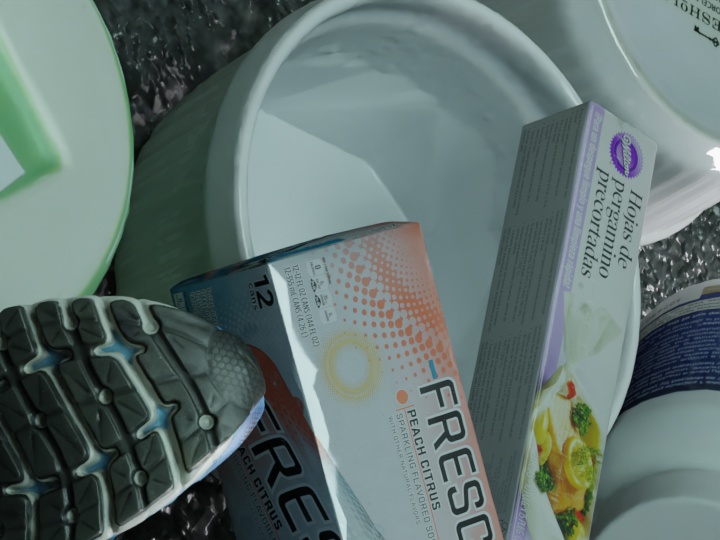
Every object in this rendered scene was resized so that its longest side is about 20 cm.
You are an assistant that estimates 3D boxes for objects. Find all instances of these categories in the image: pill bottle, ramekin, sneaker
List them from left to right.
[{"bbox_3d":[-0.171,-0.044,0.993,0.200,0.098,0.201,14,68,-38],"label":"ramekin"},{"bbox_3d":[-0.108,0.063,0.961,0.090,0.200,0.079,-1,68,-58],"label":"sneaker"},{"bbox_3d":[0.000,0.000,1.127,0.200,0.105,0.201,14,68,-39],"label":"ramekin"},{"bbox_3d":[0.119,-0.115,1.273,0.202,0.094,0.203,14,68,-38],"label":"ramekin"},{"bbox_3d":[0.140,0.086,1.171,0.111,0.111,0.200,59,21,-11],"label":"pill bottle"}]

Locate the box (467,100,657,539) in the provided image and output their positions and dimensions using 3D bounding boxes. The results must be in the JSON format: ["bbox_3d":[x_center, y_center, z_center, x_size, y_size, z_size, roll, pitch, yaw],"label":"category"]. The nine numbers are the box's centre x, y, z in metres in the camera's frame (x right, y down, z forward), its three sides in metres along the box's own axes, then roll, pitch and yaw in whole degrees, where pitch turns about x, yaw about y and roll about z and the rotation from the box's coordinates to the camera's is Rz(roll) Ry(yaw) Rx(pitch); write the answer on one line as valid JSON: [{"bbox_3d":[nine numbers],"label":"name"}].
[{"bbox_3d":[0.067,0.036,1.076,0.039,0.041,0.201,30,58,-32],"label":"box"}]

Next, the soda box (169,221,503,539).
[{"bbox_3d":[0.003,0.088,0.995,0.068,0.063,0.201,-16,90,-37],"label":"soda box"}]
